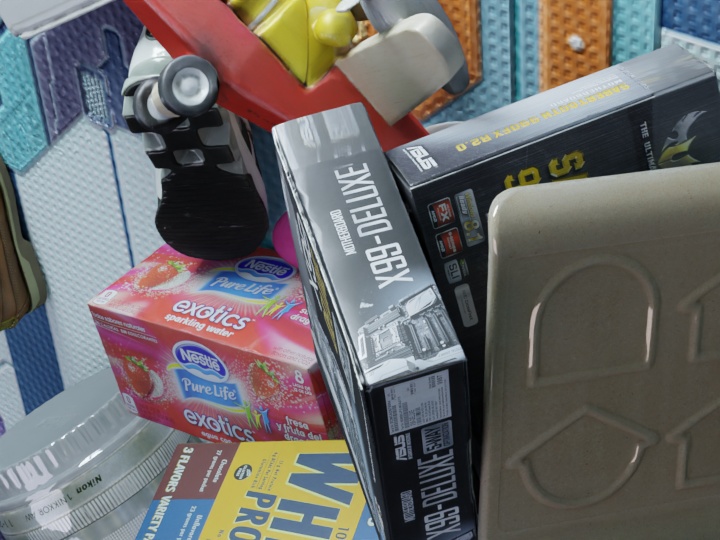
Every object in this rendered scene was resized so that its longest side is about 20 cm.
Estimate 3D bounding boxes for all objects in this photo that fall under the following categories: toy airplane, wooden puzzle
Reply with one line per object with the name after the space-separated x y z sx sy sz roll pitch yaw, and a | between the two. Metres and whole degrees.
-0.006 -0.106 0.950 0.200 0.141 0.199 16 167 29 | toy airplane
0.142 0.044 0.873 0.046 0.185 0.200 -130 36 -63 | wooden puzzle

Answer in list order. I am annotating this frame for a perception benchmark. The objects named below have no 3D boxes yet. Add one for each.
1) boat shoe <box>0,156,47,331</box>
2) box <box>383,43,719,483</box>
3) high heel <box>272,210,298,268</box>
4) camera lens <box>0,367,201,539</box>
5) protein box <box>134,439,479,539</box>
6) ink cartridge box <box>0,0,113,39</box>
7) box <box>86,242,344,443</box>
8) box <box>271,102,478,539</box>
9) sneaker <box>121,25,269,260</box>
-0.300 -0.040 1.350 0.072 0.068 0.200 4 124 46 | boat shoe
0.113 0.008 0.896 0.048 0.158 0.200 -122 14 -60 | box
0.000 0.000 1.054 0.200 0.096 0.067 8 128 42 | high heel
-0.173 0.190 1.349 0.160 0.160 0.200 -16 110 51 | camera lens
-0.009 0.216 1.088 0.198 0.135 0.200 -4 135 29 | protein box
-0.187 -0.249 1.036 0.146 0.085 0.200 -10 113 50 | ink cartridge box
-0.066 0.051 1.165 0.200 0.100 0.096 14 131 39 | box
0.010 0.041 0.887 0.200 0.050 0.158 82 170 -55 | box
-0.096 -0.085 1.108 0.074 0.089 0.200 -1 145 4 | sneaker
